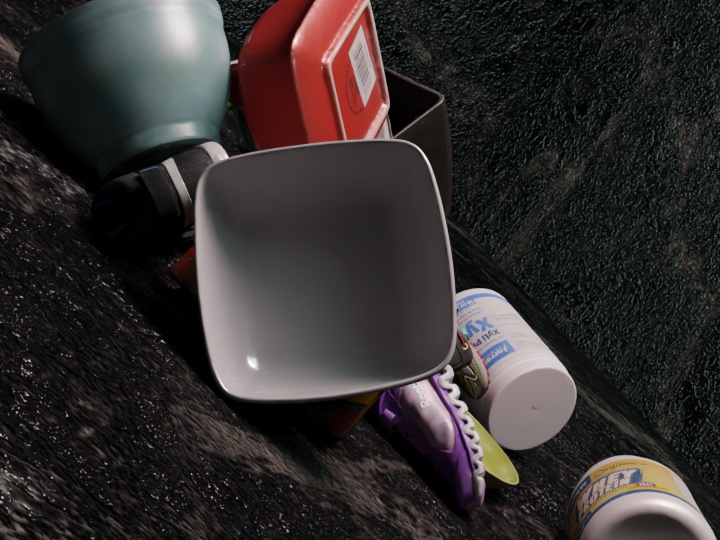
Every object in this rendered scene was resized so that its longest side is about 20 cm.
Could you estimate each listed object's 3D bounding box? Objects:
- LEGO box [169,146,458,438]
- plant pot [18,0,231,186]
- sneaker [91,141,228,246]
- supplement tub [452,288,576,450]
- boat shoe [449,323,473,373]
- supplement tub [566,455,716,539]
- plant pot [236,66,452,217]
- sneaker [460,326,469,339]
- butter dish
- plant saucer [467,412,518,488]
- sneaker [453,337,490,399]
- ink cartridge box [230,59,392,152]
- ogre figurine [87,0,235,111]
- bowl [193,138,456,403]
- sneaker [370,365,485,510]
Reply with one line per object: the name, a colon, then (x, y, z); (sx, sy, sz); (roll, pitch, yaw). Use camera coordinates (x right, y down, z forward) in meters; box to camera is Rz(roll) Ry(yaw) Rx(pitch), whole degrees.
LEGO box: (-0.038, 0.021, 1.091); (0.200, 0.149, 0.077); (43, -4, 8)
plant pot: (-0.206, -0.157, 1.204); (0.135, 0.199, 0.200); (70, 15, 10)
sneaker: (-0.188, -0.058, 1.120); (0.074, 0.111, 0.200); (67, -23, 2)
supplement tub: (0.179, 0.124, 1.658); (0.132, 0.132, 0.200); (36, 10, -34)
boat shoe: (0.055, 0.030, 1.418); (0.202, 0.063, 0.074); (61, -23, 21)
supplement tub: (0.293, 0.282, 1.353); (0.145, 0.145, 0.200); (42, 8, -1)
plant pot: (0.002, -0.120, 1.580); (0.199, 0.200, 0.178); (35, -21, 47)
sneaker: (0.052, 0.052, 1.572); (0.200, 0.091, 0.078); (40, 8, -13)
butter dish: (-0.066, -0.185, 1.266); (0.200, 0.147, 0.201); (-63, 149, -45)
plant saucer: (0.088, 0.167, 1.374); (0.200, 0.031, 0.200); (41, 8, -7)
sneaker: (0.065, 0.089, 1.496); (0.200, 0.075, 0.081); (37, -17, -7)
ink cartridge box: (-0.061, -0.178, 1.453); (0.200, 0.144, 0.084); (-120, -164, -52)
ogre figurine: (-0.252, -0.218, 1.444); (0.200, 0.120, 0.098); (40, 4, -26)
bowl: (-0.028, 0.005, 1.014); (0.075, 0.198, 0.202); (87, -4, -78)
sneaker: (0.059, 0.143, 1.240); (0.081, 0.088, 0.201); (94, -23, -66)
